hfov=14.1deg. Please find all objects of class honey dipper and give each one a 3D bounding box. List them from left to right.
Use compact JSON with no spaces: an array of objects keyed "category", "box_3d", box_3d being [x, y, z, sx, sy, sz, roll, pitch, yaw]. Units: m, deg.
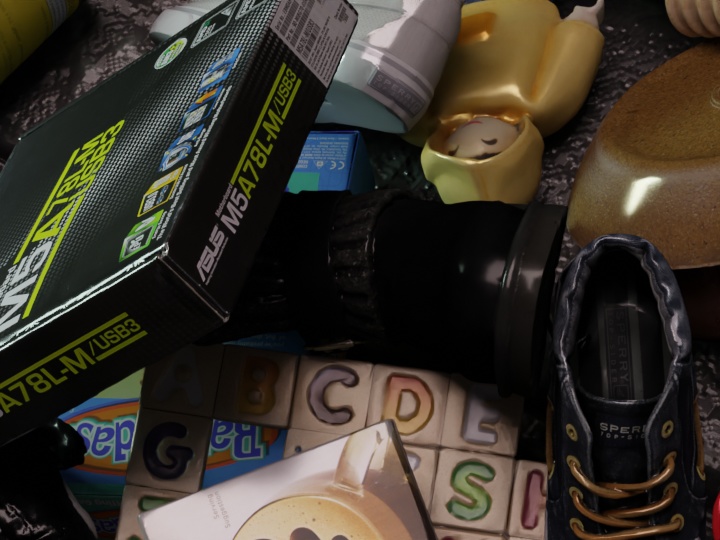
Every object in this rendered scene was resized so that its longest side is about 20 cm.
[{"category":"honey dipper","box_3d":[0.214,-0.116,1.258,0.200,0.038,0.038,9,54,50]}]

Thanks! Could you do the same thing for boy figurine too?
[{"category":"boy figurine","box_3d":[0.053,-0.100,1.376,0.124,0.065,0.201,-2,52,11]}]

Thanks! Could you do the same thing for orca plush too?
[{"category":"orca plush","box_3d":[-0.160,0.122,1.224,0.105,0.071,0.201,-32,64,16]}]

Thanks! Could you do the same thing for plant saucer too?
[{"category":"plant saucer","box_3d":[0.179,-0.068,1.278,0.199,0.036,0.200,-19,23,8]}]

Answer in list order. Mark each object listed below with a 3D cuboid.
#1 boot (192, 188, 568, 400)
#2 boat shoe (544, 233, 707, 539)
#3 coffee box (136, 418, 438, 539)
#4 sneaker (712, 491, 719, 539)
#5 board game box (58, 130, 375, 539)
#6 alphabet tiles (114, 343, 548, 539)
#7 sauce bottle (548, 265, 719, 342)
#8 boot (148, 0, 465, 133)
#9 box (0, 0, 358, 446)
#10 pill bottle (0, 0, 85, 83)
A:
[{"category":"boot","box_3d":[0.000,0.003,1.206,0.157,0.211,0.080,7,91,-2]},{"category":"boat shoe","box_3d":[0.104,0.085,1.171,0.070,0.091,0.201,-5,84,6]},{"category":"coffee box","box_3d":[-0.002,0.177,1.159,0.112,0.080,0.201,-20,67,-2]},{"category":"sneaker","box_3d":[0.182,0.083,1.182,0.078,0.116,0.201,-8,54,8]},{"category":"board game box","box_3d":[-0.082,0.028,1.330,0.151,0.045,0.201,1,56,14]},{"category":"alphabet tiles","box_3d":[-0.006,0.120,1.232,0.199,0.008,0.168,7,77,8]},{"category":"sauce bottle","box_3d":[0.176,-0.009,1.281,0.199,0.065,0.065,-25,53,-1]},{"category":"boot","box_3d":[-0.017,-0.124,1.366,0.200,0.073,0.096,16,73,51]},{"category":"box","box_3d":[-0.103,-0.021,1.212,0.193,0.048,0.200,-26,28,37]},{"category":"pill bottle","box_3d":[-0.231,-0.117,1.427,0.112,0.112,0.200,32,68,30]}]
